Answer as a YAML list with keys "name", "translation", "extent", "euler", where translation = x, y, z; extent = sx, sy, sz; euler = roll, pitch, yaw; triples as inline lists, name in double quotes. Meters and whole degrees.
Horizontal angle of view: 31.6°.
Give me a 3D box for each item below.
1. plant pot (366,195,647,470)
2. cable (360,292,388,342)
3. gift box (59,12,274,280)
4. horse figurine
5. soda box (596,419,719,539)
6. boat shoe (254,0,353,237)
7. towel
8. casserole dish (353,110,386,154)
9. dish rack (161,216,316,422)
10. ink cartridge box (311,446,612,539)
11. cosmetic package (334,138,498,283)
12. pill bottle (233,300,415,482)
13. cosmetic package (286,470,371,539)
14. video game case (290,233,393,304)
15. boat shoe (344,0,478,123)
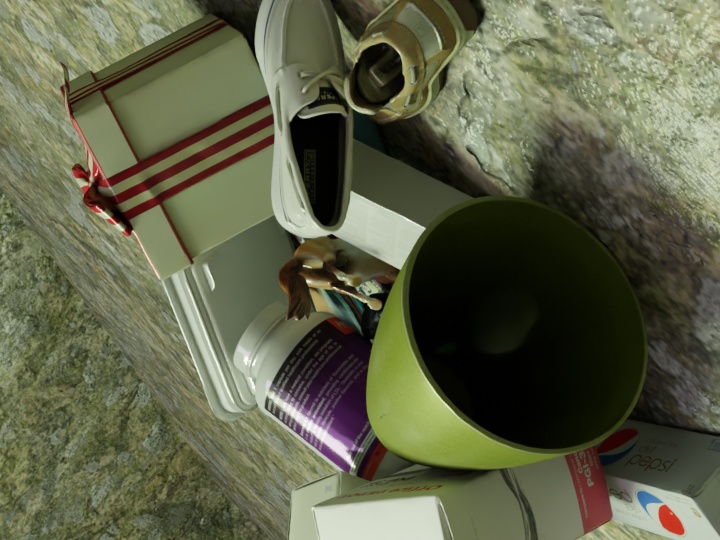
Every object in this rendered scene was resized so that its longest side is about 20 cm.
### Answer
- name: "plant pot"
  translation: [0.080, 0.072, 0.945]
  extent: [0.187, 0.187, 0.200]
  euler: [47, 148, 3]
- name: "cable"
  translation: [0.075, 0.070, 1.210]
  extent: [0.162, 0.051, 0.200]
  euler: [22, 170, -3]
- name: "gift box"
  translation: [-0.176, -0.126, 1.148]
  extent: [0.201, 0.186, 0.185]
  euler: [63, 173, -18]
- name: "horse figurine"
  translation: [0.000, 0.000, 1.138]
  extent: [0.132, 0.199, 0.050]
  euler: [24, 114, 48]
- name: "soda box"
  translation: [0.246, 0.171, 1.040]
  extent: [0.068, 0.064, 0.200]
  euler: [52, 163, -14]
- name: "boat shoe"
  translation: [-0.037, -0.125, 0.960]
  extent: [0.066, 0.071, 0.202]
  euler: [7, 96, 64]
- name: "towel"
  translation: [-0.048, 0.027, 1.399]
  extent: [0.200, 0.022, 0.147]
  euler: [26, 154, 55]
- name: "casserole dish"
  translation: [-0.020, -0.111, 1.121]
  extent: [0.121, 0.039, 0.201]
  euler: [36, 158, 36]
- name: "dish rack"
  translation: [-0.106, 0.031, 1.257]
  extent: [0.043, 0.172, 0.201]
  euler: [-2, 117, 38]
- name: "ink cartridge box"
  translation: [0.083, 0.195, 1.018]
  extent: [0.146, 0.199, 0.083]
  euler: [-16, 88, 44]
- name: "cosmetic package"
  translation: [0.029, -0.047, 1.039]
  extent: [0.199, 0.051, 0.083]
  euler: [28, 151, 15]
- name: "pill bottle"
  translation: [-0.018, 0.114, 1.166]
  extent: [0.199, 0.113, 0.113]
  euler: [36, 160, 18]
- name: "cosmetic package"
  translation: [0.033, 0.256, 1.107]
  extent: [0.199, 0.106, 0.071]
  euler: [27, 143, -32]
- name: "video game case"
  translation: [-0.021, -0.007, 1.352]
  extent: [0.200, 0.036, 0.182]
  euler: [43, 164, 17]
- name: "boat shoe"
  translation: [0.017, -0.142, 0.898]
  extent: [0.072, 0.076, 0.200]
  euler: [45, 164, 3]
